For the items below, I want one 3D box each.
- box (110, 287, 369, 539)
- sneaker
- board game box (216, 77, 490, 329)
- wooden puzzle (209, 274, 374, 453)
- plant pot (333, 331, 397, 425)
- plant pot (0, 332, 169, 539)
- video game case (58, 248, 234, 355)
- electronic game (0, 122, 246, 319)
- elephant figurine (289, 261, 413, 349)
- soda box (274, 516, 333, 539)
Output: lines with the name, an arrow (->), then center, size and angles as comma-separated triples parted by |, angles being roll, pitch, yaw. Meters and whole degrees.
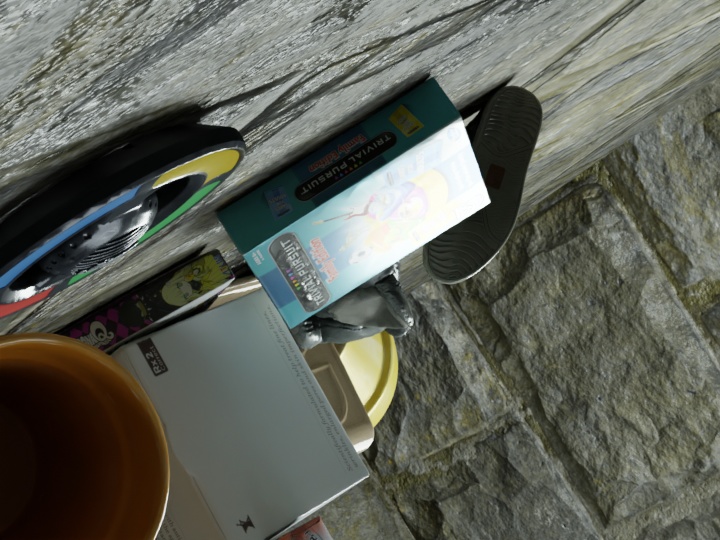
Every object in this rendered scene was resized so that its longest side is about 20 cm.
box -> -0.133, 0.149, 1.705 | 0.131, 0.199, 0.200 | -32, 175, 38
sneaker -> 0.109, -0.072, 1.873 | 0.200, 0.075, 0.106 | -64, -173, -13
board game box -> -0.001, -0.050, 1.578 | 0.200, 0.047, 0.151 | -33, 153, -2
wooden puzzle -> -0.091, 0.106, 1.930 | 0.185, 0.200, 0.046 | -16, 171, -47
plant pot -> -0.066, 0.082, 2.099 | 0.201, 0.201, 0.189 | -32, 163, -4
plant pot -> -0.265, 0.146, 1.439 | 0.200, 0.201, 0.183 | -30, -168, -25
video game case -> -0.211, 0.058, 1.725 | 0.181, 0.036, 0.200 | -29, 175, -21
electronic game -> -0.153, -0.024, 1.146 | 0.200, 0.042, 0.200 | -33, 176, -2
elephant figurine -> 0.000, 0.000, 1.877 | 0.155, 0.142, 0.200 | -24, 176, -31
soda box -> -0.104, 0.285, 1.666 | 0.200, 0.069, 0.064 | -33, 173, 25
